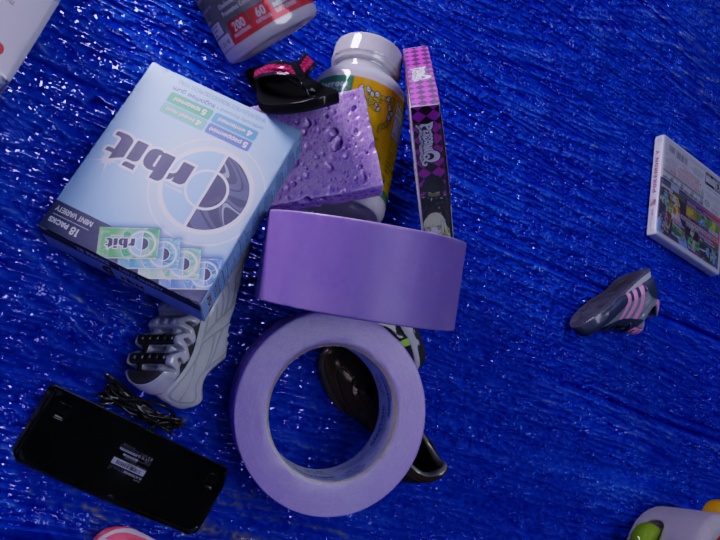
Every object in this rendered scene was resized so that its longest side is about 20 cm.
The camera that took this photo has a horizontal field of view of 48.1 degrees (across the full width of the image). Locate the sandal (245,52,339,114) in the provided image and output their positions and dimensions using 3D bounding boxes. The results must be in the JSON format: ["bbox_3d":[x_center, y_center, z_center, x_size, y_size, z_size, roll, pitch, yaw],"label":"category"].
[{"bbox_3d":[-0.079,-0.200,0.823,0.074,0.200,0.046,-13,119,-17],"label":"sandal"}]

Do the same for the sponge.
[{"bbox_3d":[-0.082,-0.116,0.826,0.196,0.030,0.114,-10,74,-3],"label":"sponge"}]

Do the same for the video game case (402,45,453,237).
[{"bbox_3d":[0.076,-0.134,0.908,0.201,0.035,0.184,-89,172,-59],"label":"video game case"}]

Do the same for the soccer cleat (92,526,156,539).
[{"bbox_3d":[-0.163,0.297,0.744,0.199,0.076,0.067,40,61,-25],"label":"soccer cleat"}]

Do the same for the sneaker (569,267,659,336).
[{"bbox_3d":[0.390,0.067,1.205,0.198,0.070,0.083,-27,96,-35],"label":"sneaker"}]

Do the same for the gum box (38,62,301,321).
[{"bbox_3d":[-0.173,-0.079,0.762,0.167,0.045,0.202,24,66,6],"label":"gum box"}]

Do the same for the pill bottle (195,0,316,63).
[{"bbox_3d":[-0.138,-0.334,0.844,0.113,0.113,0.202,-38,105,-35],"label":"pill bottle"}]

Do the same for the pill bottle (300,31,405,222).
[{"bbox_3d":[-0.009,-0.159,0.914,0.111,0.112,0.204,23,70,-31],"label":"pill bottle"}]

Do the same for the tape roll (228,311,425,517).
[{"bbox_3d":[-0.035,0.143,0.829,0.196,0.066,0.205,1,88,-15],"label":"tape roll"}]

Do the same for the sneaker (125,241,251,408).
[{"bbox_3d":[-0.158,0.041,0.804,0.081,0.074,0.203,49,53,-43],"label":"sneaker"}]

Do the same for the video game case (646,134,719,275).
[{"bbox_3d":[0.567,-0.110,1.399,0.198,0.023,0.186,24,68,-33],"label":"video game case"}]

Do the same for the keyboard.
[{"bbox_3d":[-0.215,0.167,0.763,0.199,0.040,0.105,35,86,-29],"label":"keyboard"}]

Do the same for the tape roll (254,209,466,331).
[{"bbox_3d":[0.000,0.000,0.779,0.197,0.199,0.087,10,90,-35],"label":"tape roll"}]

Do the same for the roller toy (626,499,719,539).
[{"bbox_3d":[0.486,0.443,1.171,0.197,0.139,0.187,-9,88,-38],"label":"roller toy"}]

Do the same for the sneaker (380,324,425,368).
[{"bbox_3d":[-0.008,0.049,0.920,0.083,0.072,0.201,-43,104,-16],"label":"sneaker"}]

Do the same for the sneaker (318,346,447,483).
[{"bbox_3d":[0.033,0.158,0.916,0.071,0.075,0.201,-48,111,-32],"label":"sneaker"}]

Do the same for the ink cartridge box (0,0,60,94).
[{"bbox_3d":[-0.334,-0.271,0.704,0.144,0.083,0.203,33,64,-28],"label":"ink cartridge box"}]
